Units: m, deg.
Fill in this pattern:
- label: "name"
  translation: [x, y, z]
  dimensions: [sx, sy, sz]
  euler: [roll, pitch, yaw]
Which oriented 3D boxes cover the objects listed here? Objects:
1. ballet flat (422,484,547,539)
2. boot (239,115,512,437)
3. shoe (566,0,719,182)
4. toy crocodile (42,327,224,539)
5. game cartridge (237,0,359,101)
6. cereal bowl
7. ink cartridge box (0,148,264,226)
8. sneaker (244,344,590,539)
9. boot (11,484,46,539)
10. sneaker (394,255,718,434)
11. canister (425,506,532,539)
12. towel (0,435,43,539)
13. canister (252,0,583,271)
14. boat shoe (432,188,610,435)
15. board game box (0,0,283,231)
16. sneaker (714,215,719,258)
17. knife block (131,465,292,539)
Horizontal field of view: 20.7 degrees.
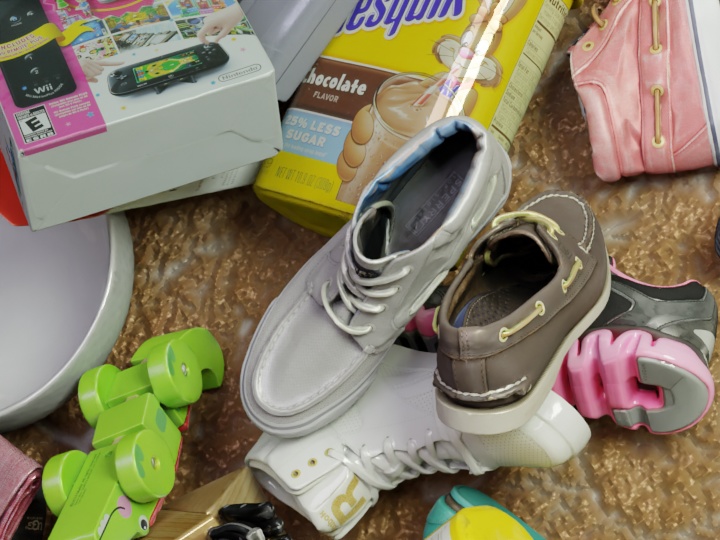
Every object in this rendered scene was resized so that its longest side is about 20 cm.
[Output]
- label: "ballet flat"
  translation: [0.114, 0.191, 1.054]
  dimensions: [0.199, 0.067, 0.071]
  euler: [29, 102, 26]
- label: "boot"
  translation: [0.000, 0.000, 1.027]
  dimensions: [0.073, 0.096, 0.201]
  euler: [38, 90, 13]
- label: "shoe"
  translation: [0.161, -0.150, 1.141]
  dimensions: [0.090, 0.071, 0.202]
  euler: [-11, 73, 9]
- label: "toy crocodile"
  translation: [-0.126, 0.099, 1.107]
  dimensions: [0.067, 0.062, 0.201]
  euler: [-21, 29, 24]
- label: "game cartridge"
  translation: [-0.070, -0.191, 1.203]
  dimensions: [0.133, 0.041, 0.200]
  euler: [-51, 43, 6]
- label: "cereal bowl"
  translation: [-0.225, 0.009, 1.207]
  dimensions: [0.198, 0.083, 0.202]
  euler: [-6, 70, 16]
- label: "ink cartridge box"
  translation: [-0.168, -0.100, 1.166]
  dimensions: [0.160, 0.199, 0.048]
  euler: [41, 123, 28]
- label: "sneaker"
  translation: [0.024, 0.103, 1.067]
  dimensions: [0.199, 0.074, 0.116]
  euler: [8, 54, 46]
- label: "boot"
  translation: [-0.259, 0.219, 1.166]
  dimensions: [0.164, 0.065, 0.202]
  euler: [-2, 82, 32]
- label: "sneaker"
  translation: [0.109, 0.030, 1.109]
  dimensions: [0.198, 0.079, 0.096]
  euler: [9, 50, 22]
- label: "canister"
  translation: [0.026, 0.234, 1.009]
  dimensions: [0.200, 0.086, 0.149]
  euler: [-41, 68, 23]
- label: "towel"
  translation: [-0.285, 0.124, 1.141]
  dimensions: [0.199, 0.023, 0.145]
  euler: [32, 97, 26]
- label: "canister"
  translation: [0.034, -0.112, 1.151]
  dimensions: [0.148, 0.086, 0.201]
  euler: [17, 80, 40]
- label: "boat shoe"
  translation: [0.086, 0.006, 1.037]
  dimensions: [0.071, 0.060, 0.200]
  euler: [5, 33, 22]
- label: "board game box"
  translation: [-0.145, -0.128, 1.116]
  dimensions: [0.146, 0.065, 0.201]
  euler: [-18, 47, -12]
- label: "sneaker"
  translation: [0.286, -0.059, 1.084]
  dimensions: [0.198, 0.070, 0.082]
  euler: [-18, 48, 11]
- label: "knife block"
  translation: [-0.109, 0.179, 1.043]
  dimensions: [0.199, 0.176, 0.064]
  euler: [-26, 97, 23]
